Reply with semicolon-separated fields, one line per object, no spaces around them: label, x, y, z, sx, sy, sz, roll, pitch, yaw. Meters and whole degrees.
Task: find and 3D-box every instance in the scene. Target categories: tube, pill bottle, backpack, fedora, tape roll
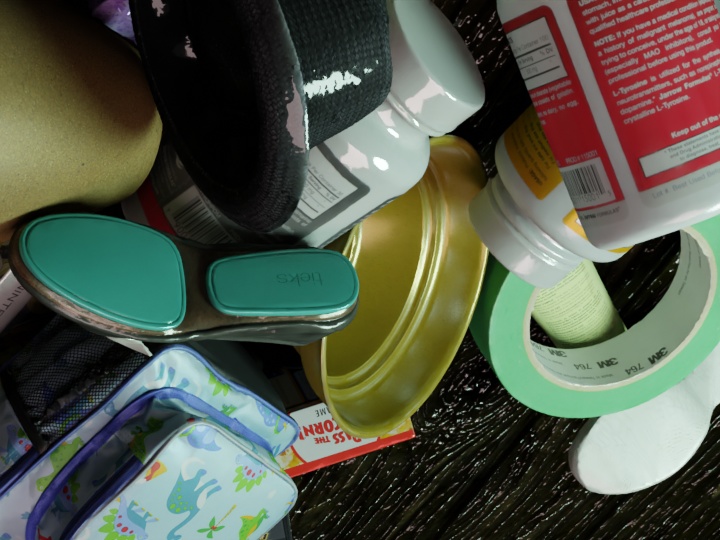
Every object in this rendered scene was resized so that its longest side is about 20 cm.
tube;0.152;0.018;1.290;0.052;0.058;0.200;10;155;35
pill bottle;-0.031;-0.072;0.988;0.200;0.111;0.111;-33;141;25
backpack;-0.152;0.119;1.043;0.200;0.147;0.183;-38;145;7
fedora;-0.044;-0.117;0.873;0.091;0.201;0.201;-16;147;-21
pill bottle;0.160;-0.082;1.082;0.109;0.109;0.200;21;124;-40
pill bottle;0.143;-0.122;0.956;0.112;0.200;0.112;-22;-176;2
tape roll;0.175;0.012;1.235;0.200;0.048;0.201;-10;127;-14

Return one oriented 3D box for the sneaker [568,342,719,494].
sneaker;0.232;0.099;1.347;0.200;0.075;0.088;-39;-171;-15

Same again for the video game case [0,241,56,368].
video game case;-0.188;0.050;1.091;0.181;0.036;0.200;-46;145;14

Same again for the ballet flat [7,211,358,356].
ballet flat;-0.098;0.016;0.940;0.200;0.068;0.068;9;151;-24

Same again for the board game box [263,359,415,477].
board game box;-0.074;0.111;1.234;0.200;0.152;0.046;-17;100;-5

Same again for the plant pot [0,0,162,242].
plant pot;-0.209;-0.088;0.917;0.200;0.187;0.186;2;143;-46

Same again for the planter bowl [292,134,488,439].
planter bowl;0.000;0.000;1.118;0.083;0.201;0.200;20;157;29

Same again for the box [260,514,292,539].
box;-0.149;0.230;1.334;0.200;0.050;0.199;-11;143;-6

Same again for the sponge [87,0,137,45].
sponge;-0.052;-0.141;1.007;0.111;0.030;0.200;-33;141;22
